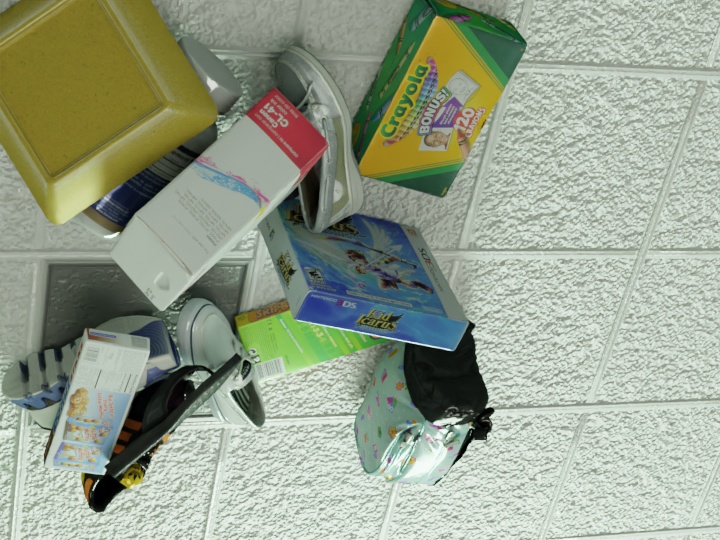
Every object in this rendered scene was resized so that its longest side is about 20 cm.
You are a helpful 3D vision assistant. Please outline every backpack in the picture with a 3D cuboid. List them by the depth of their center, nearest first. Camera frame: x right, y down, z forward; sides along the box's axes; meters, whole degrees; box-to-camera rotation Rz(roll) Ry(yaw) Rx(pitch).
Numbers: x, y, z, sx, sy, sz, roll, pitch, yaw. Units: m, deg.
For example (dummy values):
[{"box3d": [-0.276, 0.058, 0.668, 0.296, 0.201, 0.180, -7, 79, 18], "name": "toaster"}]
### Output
[{"box3d": [0.073, 0.171, 1.819, 0.125, 0.168, 0.201, 11, 135, -14], "name": "backpack"}]

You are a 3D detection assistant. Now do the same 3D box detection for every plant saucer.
[{"box3d": [-0.267, -0.176, 1.411, 0.199, 0.048, 0.201, -32, 92, 6], "name": "plant saucer"}]

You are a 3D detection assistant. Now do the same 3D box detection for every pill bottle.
[{"box3d": [-0.214, -0.134, 1.495, 0.200, 0.111, 0.111, -44, 128, 15], "name": "pill bottle"}]

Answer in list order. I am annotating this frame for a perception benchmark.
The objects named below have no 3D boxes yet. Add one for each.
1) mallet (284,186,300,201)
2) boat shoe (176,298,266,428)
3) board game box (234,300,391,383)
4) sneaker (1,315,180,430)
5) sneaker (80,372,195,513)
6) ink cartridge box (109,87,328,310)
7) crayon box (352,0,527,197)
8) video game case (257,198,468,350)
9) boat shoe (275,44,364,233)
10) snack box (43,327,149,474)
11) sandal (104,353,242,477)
[{"box3d": [-0.151, -0.068, 1.621, 0.199, 0.041, 0.066, -32, 127, 11], "name": "mallet"}, {"box3d": [-0.150, 0.107, 1.719, 0.074, 0.066, 0.201, -58, 150, -28], "name": "boat shoe"}, {"box3d": [-0.043, 0.065, 1.765, 0.198, 0.030, 0.096, -16, 130, -5], "name": "board game box"}, {"box3d": [-0.293, 0.131, 1.698, 0.197, 0.081, 0.116, -18, 134, 3], "name": "sneaker"}, {"box3d": [-0.255, 0.205, 1.738, 0.070, 0.091, 0.200, 27, 123, -35], "name": "sneaker"}, {"box3d": [-0.139, -0.068, 1.471, 0.086, 0.148, 0.200, 47, 65, -2], "name": "ink cartridge box"}, {"box3d": [0.076, -0.185, 1.597, 0.118, 0.058, 0.201, 13, 121, -28], "name": "crayon box"}, {"box3d": [0.000, 0.000, 1.630, 0.198, 0.182, 0.046, 12, 120, -28], "name": "video game case"}, {"box3d": [-0.051, -0.136, 1.560, 0.065, 0.074, 0.204, -35, 129, -29], "name": "boat shoe"}, {"box3d": [-0.291, 0.147, 1.641, 0.071, 0.024, 0.201, 10, 128, -20], "name": "snack box"}, {"box3d": [-0.215, 0.152, 1.655, 0.200, 0.075, 0.048, -41, 88, 11], "name": "sandal"}]
